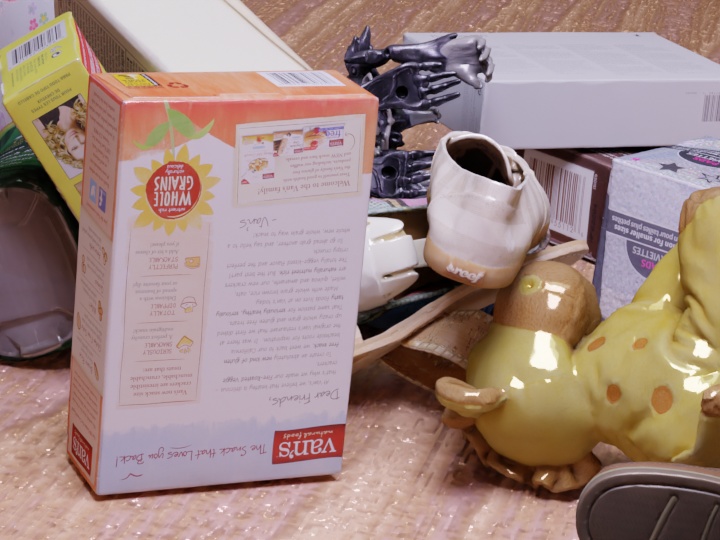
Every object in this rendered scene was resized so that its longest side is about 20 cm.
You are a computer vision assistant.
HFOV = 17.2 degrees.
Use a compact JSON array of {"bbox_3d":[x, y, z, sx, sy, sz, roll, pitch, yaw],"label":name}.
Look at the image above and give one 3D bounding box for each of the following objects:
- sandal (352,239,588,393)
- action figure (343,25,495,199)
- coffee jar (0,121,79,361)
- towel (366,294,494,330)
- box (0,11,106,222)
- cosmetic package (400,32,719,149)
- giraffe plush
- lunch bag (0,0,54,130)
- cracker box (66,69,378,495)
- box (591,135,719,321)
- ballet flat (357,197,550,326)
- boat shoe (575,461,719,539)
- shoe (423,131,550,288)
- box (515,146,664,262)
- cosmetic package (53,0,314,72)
[{"bbox_3d":[0.044,0.051,1.308,0.210,0.070,0.078,-19,-12,-21],"label":"sandal"},{"bbox_3d":[0.030,-0.088,1.470,0.101,0.120,0.200,5,8,-2],"label":"action figure"},{"bbox_3d":[-0.181,-0.030,1.376,0.085,0.105,0.200,-16,17,9],"label":"coffee jar"},{"bbox_3d":[0.000,0.000,1.445,0.198,0.049,0.112,15,21,20],"label":"towel"},{"bbox_3d":[-0.125,-0.036,1.282,0.050,0.201,0.075,-29,27,4],"label":"box"},{"bbox_3d":[0.145,-0.126,1.634,0.198,0.052,0.151,-2,20,-20],"label":"cosmetic package"},{"bbox_3d":[0.129,0.054,1.228,0.161,0.173,0.201,2,52,20],"label":"giraffe plush"},{"bbox_3d":[-0.174,-0.155,1.600,0.169,0.202,0.127,20,23,36],"label":"lunch bag"},{"bbox_3d":[-0.070,0.005,1.172,0.133,0.202,0.058,-2,19,-25],"label":"cracker box"},{"bbox_3d":[0.242,0.013,1.357,0.199,0.133,0.114,20,22,34],"label":"box"},{"bbox_3d":[0.026,-0.009,1.314,0.199,0.070,0.071,-14,5,-38],"label":"ballet flat"},{"bbox_3d":[0.194,0.131,1.111,0.198,0.072,0.068,17,18,-4],"label":"boat shoe"},{"bbox_3d":[0.070,-0.042,1.260,0.069,0.054,0.200,12,16,1],"label":"shoe"},{"bbox_3d":[0.203,-0.064,1.662,0.199,0.076,0.100,-13,26,-40],"label":"box"},{"bbox_3d":[-0.089,-0.097,1.347,0.073,0.104,0.200,-31,60,-26],"label":"cosmetic package"}]
